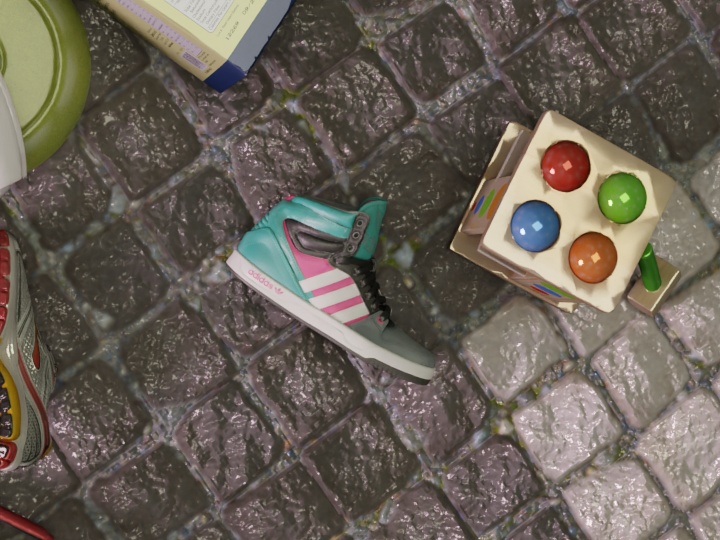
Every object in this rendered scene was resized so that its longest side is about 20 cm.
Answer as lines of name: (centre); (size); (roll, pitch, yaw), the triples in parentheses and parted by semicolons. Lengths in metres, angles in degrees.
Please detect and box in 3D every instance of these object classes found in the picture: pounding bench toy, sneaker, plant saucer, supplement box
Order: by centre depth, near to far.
supplement box: (-0.146, -0.259, 1.691); (0.199, 0.200, 0.135); (35, 85, -8)
sneaker: (-0.294, 0.066, 1.735); (0.077, 0.082, 0.202); (-11, 76, 28)
plant saucer: (-0.320, -0.171, 1.746); (0.198, 0.031, 0.202); (0, 90, -11)
pounding bench toy: (0.199, -0.030, 1.774); (0.199, 0.156, 0.125); (28, 85, -9)
sneaker: (0.000, 0.000, 1.779); (0.199, 0.084, 0.121); (33, 94, -7)

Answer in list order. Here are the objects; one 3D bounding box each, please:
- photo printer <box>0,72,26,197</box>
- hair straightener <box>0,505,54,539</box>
photo printer: (-0.373, -0.110, 1.688); (0.198, 0.069, 0.168); (-22, 98, 8)
hair straightener: (-0.353, 0.205, 1.733); (0.199, 0.041, 0.077); (29, 85, -8)
